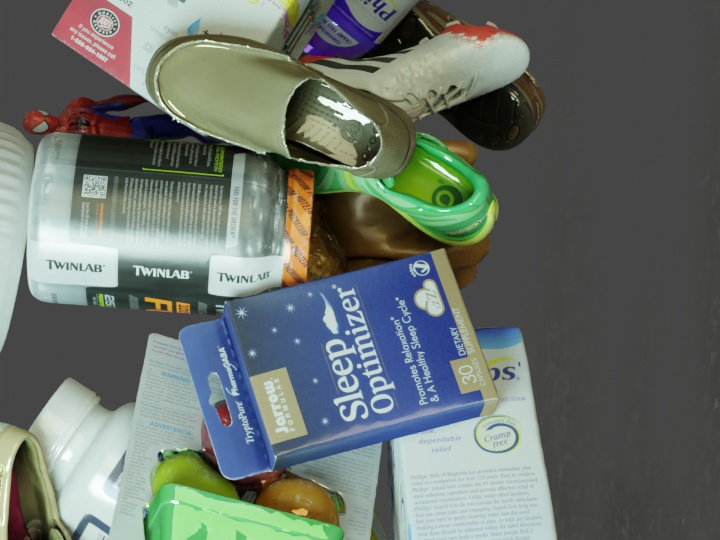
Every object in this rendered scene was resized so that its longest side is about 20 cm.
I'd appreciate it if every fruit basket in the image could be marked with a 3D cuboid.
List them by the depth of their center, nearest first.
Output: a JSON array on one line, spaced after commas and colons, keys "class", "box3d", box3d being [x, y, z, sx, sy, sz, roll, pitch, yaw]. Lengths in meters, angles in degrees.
[{"class": "fruit basket", "box3d": [-0.079, 0.154, 1.586, 0.184, 0.094, 0.201, 15, 50, -11]}]

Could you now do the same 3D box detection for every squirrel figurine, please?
[{"class": "squirrel figurine", "box3d": [0.000, 0.000, 1.750, 0.198, 0.141, 0.189, 2, 83, -15]}]

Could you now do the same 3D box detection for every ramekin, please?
[{"class": "ramekin", "box3d": [-0.302, -0.024, 1.641, 0.104, 0.200, 0.202, 9, 69, -14]}]

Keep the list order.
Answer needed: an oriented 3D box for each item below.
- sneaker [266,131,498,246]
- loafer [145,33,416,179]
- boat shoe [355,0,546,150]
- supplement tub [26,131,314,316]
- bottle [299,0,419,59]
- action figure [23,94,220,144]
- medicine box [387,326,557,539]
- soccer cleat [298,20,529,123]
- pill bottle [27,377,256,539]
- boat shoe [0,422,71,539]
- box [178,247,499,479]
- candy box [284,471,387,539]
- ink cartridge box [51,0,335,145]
[{"class": "sneaker", "box3d": [0.011, -0.085, 1.654, 0.198, 0.084, 0.075, 20, 69, 5]}, {"class": "loafer", "box3d": [-0.057, -0.118, 1.581, 0.198, 0.067, 0.077, 15, 93, 4]}, {"class": "boat shoe", "box3d": [0.068, -0.173, 1.855, 0.200, 0.076, 0.074, 40, 35, 12]}, {"class": "supplement tub", "box3d": [-0.134, -0.031, 1.615, 0.198, 0.123, 0.124, 5, 70, -2]}, {"class": "bottle", "box3d": [-0.009, -0.214, 1.794, 0.083, 0.065, 0.200, 41, 108, -11]}, {"class": "action figure", "box3d": [-0.167, -0.106, 1.784, 0.198, 0.052, 0.066, 5, 75, -9]}, {"class": "medicine box", "box3d": [0.077, 0.175, 1.634, 0.102, 0.183, 0.201, -5, 50, -3]}, {"class": "soccer cleat", "box3d": [0.036, -0.140, 1.754, 0.198, 0.069, 0.086, -8, 41, -1]}, {"class": "pill bottle", "box3d": [-0.154, 0.168, 1.656, 0.199, 0.111, 0.111, 34, 67, 0]}, {"class": "boat shoe", "box3d": [-0.240, 0.201, 1.601, 0.074, 0.066, 0.202, -40, 123, -50]}, {"class": "box", "box3d": [-0.016, 0.065, 1.562, 0.198, 0.032, 0.122, -14, 67, -14]}, {"class": "candy box", "box3d": [-0.006, 0.208, 1.688, 0.026, 0.102, 0.202, -26, 75, 20]}, {"class": "ink cartridge box", "box3d": [-0.106, -0.216, 1.690, 0.145, 0.145, 0.201, 33, 93, 7]}]
